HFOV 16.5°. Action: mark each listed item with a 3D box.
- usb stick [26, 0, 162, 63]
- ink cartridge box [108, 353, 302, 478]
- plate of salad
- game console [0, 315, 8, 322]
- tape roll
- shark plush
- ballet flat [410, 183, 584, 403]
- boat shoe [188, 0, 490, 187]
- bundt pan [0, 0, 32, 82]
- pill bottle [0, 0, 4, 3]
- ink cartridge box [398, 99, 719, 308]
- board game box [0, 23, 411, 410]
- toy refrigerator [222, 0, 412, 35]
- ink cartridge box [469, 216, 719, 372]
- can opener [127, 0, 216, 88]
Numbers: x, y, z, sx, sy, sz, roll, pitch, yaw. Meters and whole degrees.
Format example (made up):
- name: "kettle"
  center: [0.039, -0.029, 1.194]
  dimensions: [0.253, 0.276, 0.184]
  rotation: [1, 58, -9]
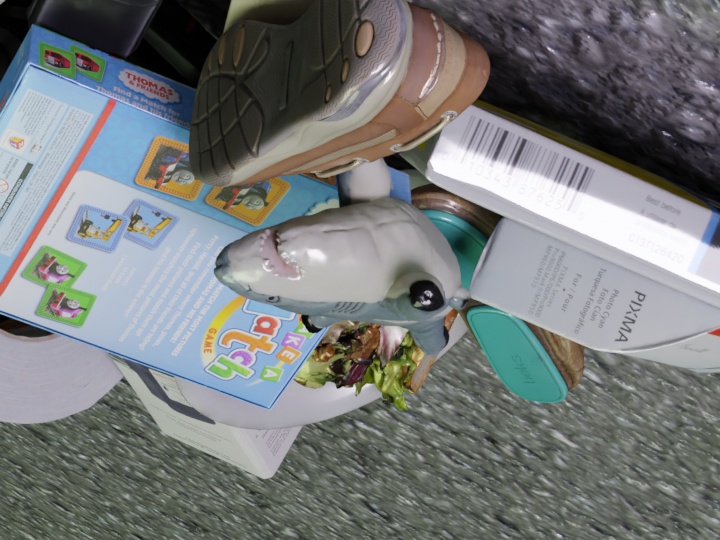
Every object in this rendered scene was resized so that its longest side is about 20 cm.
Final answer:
- name: "usb stick"
  center: [-0.097, -0.160, 1.100]
  dimensions: [0.055, 0.033, 0.200]
  rotation: [18, 142, -15]
- name: "ink cartridge box"
  center: [-0.074, 0.009, 1.425]
  dimensions: [0.084, 0.145, 0.200]
  rotation: [22, 160, 23]
- name: "plate of salad"
  center: [-0.005, 0.025, 1.332]
  dimensions: [0.048, 0.200, 0.200]
  rotation: [60, -179, 34]
- name: "game console"
  center: [-0.251, -0.022, 1.507]
  dimensions: [0.116, 0.200, 0.176]
  rotation: [23, 161, 16]
- name: "tape roll"
  center: [-0.202, -0.014, 1.424]
  dimensions: [0.066, 0.201, 0.200]
  rotation: [7, 152, 49]
- name: "shark plush"
  center: [0.000, 0.000, 1.167]
  dimensions: [0.091, 0.083, 0.200]
  rotation: [63, -169, 10]
- name: "ballet flat"
  center: [0.073, -0.006, 1.298]
  dimensions: [0.068, 0.072, 0.200]
  rotation: [1, 149, 32]
- name: "boat shoe"
  center: [-0.014, -0.070, 1.064]
  dimensions: [0.072, 0.076, 0.200]
  rotation: [13, 170, -26]
- name: "bundt pan"
  center: [-0.232, -0.128, 1.283]
  dimensions: [0.202, 0.076, 0.202]
  rotation: [29, -155, -15]
- name: "pill bottle"
  center: [-0.242, -0.204, 1.156]
  dimensions: [0.200, 0.112, 0.112]
  rotation: [29, 163, -30]
- name: "ink cartridge box"
  center: [0.110, -0.034, 1.145]
  dimensions: [0.197, 0.047, 0.200]
  rotation: [21, -172, -10]
- name: "board game box"
  center: [-0.098, -0.021, 1.205]
  dimensions: [0.200, 0.037, 0.151]
  rotation: [22, 128, -19]
- name: "toy refrigerator"
  center: [-0.021, -0.117, 1.157]
  dimensions: [0.076, 0.070, 0.200]
  rotation: [21, 161, -2]
- name: "ink cartridge box"
  center: [0.171, 0.037, 1.209]
  dimensions: [0.200, 0.047, 0.160]
  rotation: [26, -175, 25]
- name: "can opener"
  center: [-0.103, -0.111, 1.276]
  dimensions: [0.063, 0.079, 0.200]
  rotation: [-31, 114, 21]
